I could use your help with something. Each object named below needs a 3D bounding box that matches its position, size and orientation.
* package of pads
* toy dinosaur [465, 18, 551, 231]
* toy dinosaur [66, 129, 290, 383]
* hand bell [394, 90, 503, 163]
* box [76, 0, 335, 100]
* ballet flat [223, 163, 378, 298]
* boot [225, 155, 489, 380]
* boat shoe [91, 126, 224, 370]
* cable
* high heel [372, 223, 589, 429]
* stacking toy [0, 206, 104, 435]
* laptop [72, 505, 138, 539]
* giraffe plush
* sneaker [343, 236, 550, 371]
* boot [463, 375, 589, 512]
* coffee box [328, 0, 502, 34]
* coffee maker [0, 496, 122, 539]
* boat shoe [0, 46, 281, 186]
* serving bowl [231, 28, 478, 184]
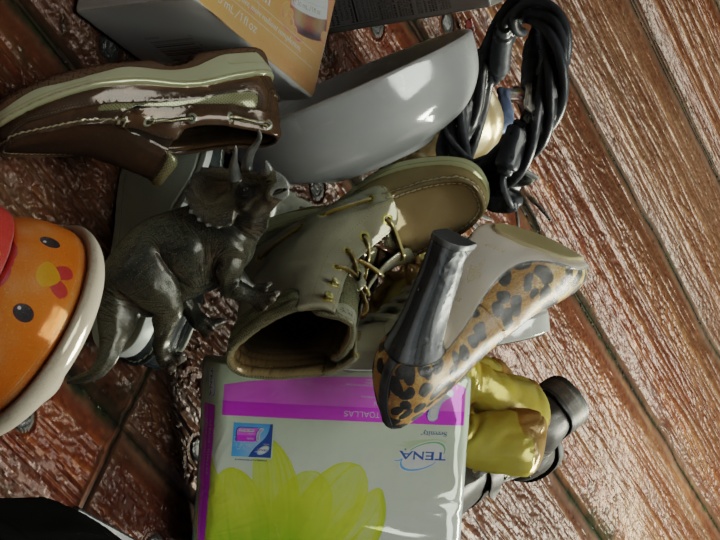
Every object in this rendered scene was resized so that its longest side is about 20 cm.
[{"bbox_3d":[-0.020,0.146,1.308,0.199,0.068,0.156,3,93,-15],"label":"package of pads"},{"bbox_3d":[0.085,-0.095,1.594,0.181,0.105,0.200,-32,79,-38],"label":"toy dinosaur"},{"bbox_3d":[-0.118,-0.001,1.172,0.102,0.199,0.077,55,10,-13],"label":"toy dinosaur"},{"bbox_3d":[0.040,-0.071,1.445,0.104,0.104,0.200,64,35,-32],"label":"hand bell"},{"bbox_3d":[-0.094,-0.241,1.268,0.152,0.106,0.201,34,62,-50],"label":"box"},{"bbox_3d":[-0.047,-0.027,1.369,0.200,0.072,0.072,38,59,-49],"label":"ballet flat"},{"bbox_3d":[0.000,0.000,1.246,0.155,0.199,0.072,-91,159,-61],"label":"boot"},{"bbox_3d":[-0.132,-0.031,1.245,0.060,0.075,0.201,28,79,-52],"label":"boat shoe"},{"bbox_3d":[0.101,-0.131,1.350,0.051,0.200,0.164,12,99,-14],"label":"cable"},{"bbox_3d":[0.086,0.042,1.268,0.199,0.071,0.143,1,114,-51],"label":"high heel"},{"bbox_3d":[-0.260,-0.004,1.027,0.200,0.146,0.147,36,59,-31],"label":"stacking toy"},{"bbox_3d":[-0.126,0.288,1.204,0.187,0.115,0.201,41,57,-48],"label":"laptop"},{"bbox_3d":[0.064,0.061,1.432,0.199,0.173,0.163,-4,112,-26],"label":"giraffe plush"},{"bbox_3d":[0.050,0.022,1.309,0.199,0.073,0.085,-13,101,-36],"label":"sneaker"},{"bbox_3d":[0.106,0.177,1.578,0.174,0.069,0.200,-35,164,-23],"label":"boot"},{"bbox_3d":[0.034,-0.237,1.374,0.113,0.199,0.080,-32,112,-51],"label":"coffee box"},{"bbox_3d":[-0.212,0.180,1.020,0.135,0.192,0.200,50,12,21],"label":"coffee maker"},{"bbox_3d":[-0.141,-0.093,1.161,0.201,0.075,0.075,-14,79,-24],"label":"boat shoe"},{"bbox_3d":[0.002,-0.110,1.316,0.200,0.199,0.066,-34,104,-51],"label":"serving bowl"}]
